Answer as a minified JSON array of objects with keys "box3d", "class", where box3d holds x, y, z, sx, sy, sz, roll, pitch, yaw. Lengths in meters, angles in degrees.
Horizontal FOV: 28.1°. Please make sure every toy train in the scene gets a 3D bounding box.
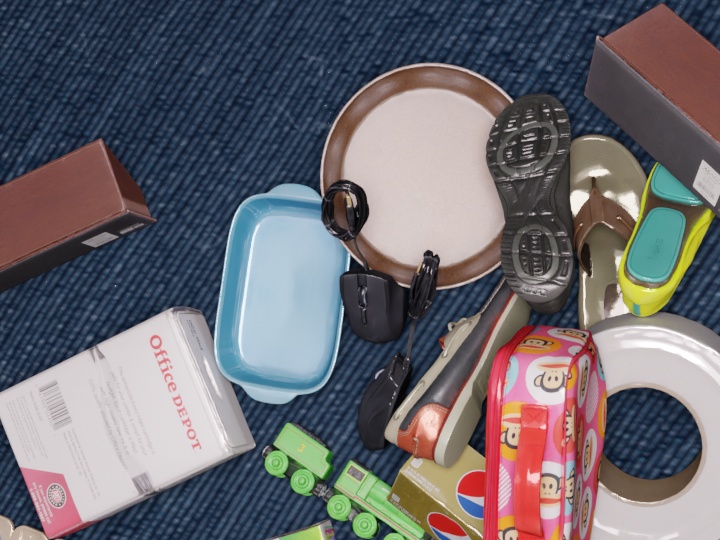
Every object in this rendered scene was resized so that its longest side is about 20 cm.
[{"box3d":[-0.001,0.208,1.310,0.199,0.042,0.057,33,84,12],"class":"toy train"}]

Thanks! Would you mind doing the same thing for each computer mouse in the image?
[{"box3d":[0.000,0.000,1.254,0.058,0.201,0.034,7,50,23],"class":"computer mouse"},{"box3d":[0.031,0.071,1.265,0.034,0.059,0.202,20,113,11],"class":"computer mouse"}]

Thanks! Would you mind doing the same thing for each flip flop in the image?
[{"box3d":[0.216,-0.021,1.261,0.080,0.058,0.203,-2,87,13],"class":"flip flop"}]

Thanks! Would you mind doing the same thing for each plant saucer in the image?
[{"box3d":[0.063,-0.083,1.296,0.198,0.034,0.203,0,89,0],"class":"plant saucer"}]

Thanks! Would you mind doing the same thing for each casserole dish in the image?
[{"box3d":[-0.068,0.022,1.334,0.120,0.039,0.203,7,88,13],"class":"casserole dish"}]

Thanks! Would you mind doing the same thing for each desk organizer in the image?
[{"box3d":[0.286,-0.128,1.201,0.077,0.072,0.200,-31,61,-21],"class":"desk organizer"},{"box3d":[-0.306,-0.047,1.376,0.198,0.072,0.078,-23,80,11],"class":"desk organizer"}]

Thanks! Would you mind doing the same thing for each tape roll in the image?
[{"box3d":[0.242,0.139,1.222,0.200,0.071,0.205,3,100,16],"class":"tape roll"}]

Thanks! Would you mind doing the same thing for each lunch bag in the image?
[{"box3d":[0.141,0.152,1.124,0.081,0.176,0.203,4,100,16],"class":"lunch bag"}]

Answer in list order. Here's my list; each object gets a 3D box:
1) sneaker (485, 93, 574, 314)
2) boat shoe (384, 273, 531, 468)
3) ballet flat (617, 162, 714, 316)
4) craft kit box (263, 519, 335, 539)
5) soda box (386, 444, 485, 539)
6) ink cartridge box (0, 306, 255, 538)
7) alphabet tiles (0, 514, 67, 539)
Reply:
[{"box3d":[0.151,-0.056,1.245,0.075,0.091,0.202,-2,68,14],"class":"sneaker"},{"box3d":[0.092,0.077,1.257,0.062,0.071,0.201,19,65,27],"class":"boat shoe"},{"box3d":[0.270,-0.042,1.237,0.066,0.067,0.201,18,56,22],"class":"ballet flat"},{"box3d":[-0.094,0.353,1.322,0.196,0.048,0.202,-18,84,14],"class":"craft kit box"},{"box3d":[0.122,0.228,1.255,0.199,0.068,0.064,37,60,12],"class":"soda box"},{"box3d":[-0.217,0.140,1.339,0.198,0.085,0.147,-26,82,12],"class":"ink cartridge box"},{"box3d":[-0.342,0.343,1.392,0.198,0.015,0.198,17,91,13],"class":"alphabet tiles"}]
